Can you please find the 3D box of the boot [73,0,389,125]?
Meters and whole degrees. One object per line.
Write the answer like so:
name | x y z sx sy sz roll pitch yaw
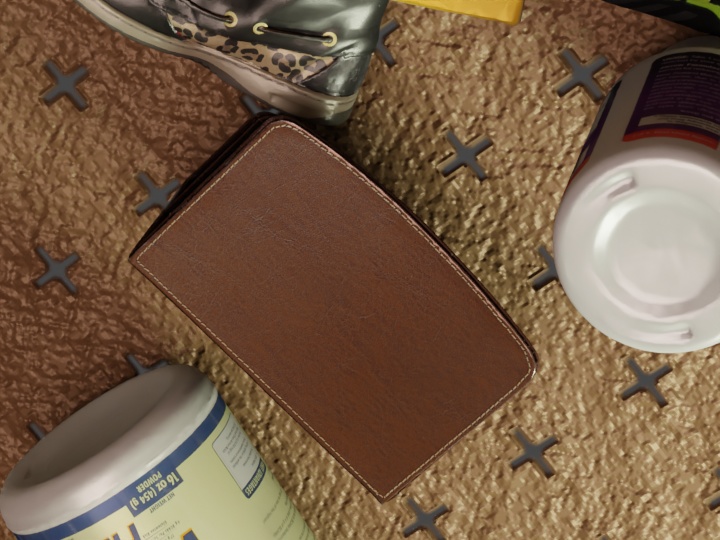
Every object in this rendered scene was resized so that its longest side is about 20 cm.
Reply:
boot | -0.063 -0.181 1.538 0.200 0.073 0.151 29 119 -4

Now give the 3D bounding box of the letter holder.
letter holder | 0.000 0.000 1.585 0.200 0.101 0.142 44 120 -7

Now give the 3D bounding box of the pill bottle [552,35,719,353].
pill bottle | 0.167 -0.048 1.467 0.111 0.200 0.112 6 116 12

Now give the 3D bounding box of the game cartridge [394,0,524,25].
game cartridge | 0.015 -0.237 1.437 0.176 0.032 0.201 12 100 -1

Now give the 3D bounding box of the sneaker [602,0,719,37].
sneaker | 0.150 -0.155 1.489 0.199 0.083 0.072 16 117 7

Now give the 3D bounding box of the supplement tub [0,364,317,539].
supplement tub | -0.100 0.171 1.668 0.145 0.145 0.200 -28 104 24
